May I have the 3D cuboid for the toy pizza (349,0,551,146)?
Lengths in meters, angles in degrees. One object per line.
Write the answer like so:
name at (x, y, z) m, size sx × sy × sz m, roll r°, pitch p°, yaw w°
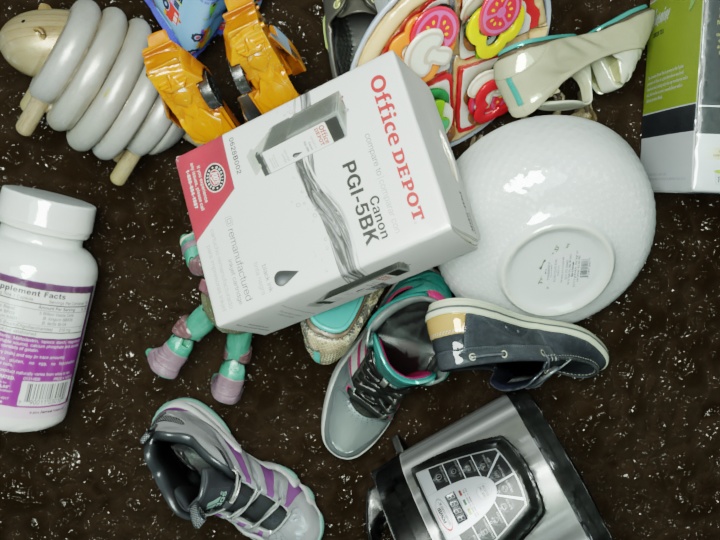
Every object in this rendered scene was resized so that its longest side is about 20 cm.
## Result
toy pizza at (0.080, -0.170, 0.705) m, size 0.199 × 0.200 × 0.032 m, roll -35°, pitch 57°, yaw 3°

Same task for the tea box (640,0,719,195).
tea box at (0.362, -0.163, 0.723) m, size 0.197 × 0.134 × 0.200 m, roll 3°, pitch 96°, yaw 0°

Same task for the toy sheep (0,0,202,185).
toy sheep at (-0.215, -0.157, 0.731) m, size 0.199 × 0.138 × 0.139 m, roll 27°, pitch 96°, yaw -32°

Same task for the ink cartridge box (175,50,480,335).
ink cartridge box at (-0.027, -0.054, 0.647) m, size 0.198 × 0.083 × 0.149 m, roll -23°, pitch 74°, yaw 18°

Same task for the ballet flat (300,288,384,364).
ballet flat at (0.000, 0.000, 0.758) m, size 0.067 × 0.076 × 0.201 m, roll 24°, pitch 57°, yaw 8°

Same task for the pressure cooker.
pressure cooker at (0.104, 0.226, 0.740) m, size 0.198 × 0.176 × 0.180 m, roll -29°, pitch 102°, yaw 4°

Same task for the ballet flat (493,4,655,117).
ballet flat at (0.193, -0.176, 0.722) m, size 0.198 × 0.069 × 0.070 m, roll -24°, pitch 96°, yaw -31°

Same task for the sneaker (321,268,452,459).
sneaker at (0.025, 0.094, 0.753) m, size 0.083 × 0.121 × 0.202 m, roll 27°, pitch 95°, yaw -3°

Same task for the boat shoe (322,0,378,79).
boat shoe at (0.001, -0.223, 0.754) m, size 0.071 × 0.061 × 0.204 m, roll -7°, pitch 95°, yaw 1°

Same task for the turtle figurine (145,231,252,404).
turtle figurine at (-0.111, 0.016, 0.762) m, size 0.149 × 0.101 × 0.202 m, roll 30°, pitch 103°, yaw 4°

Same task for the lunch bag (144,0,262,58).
lunch bag at (-0.164, -0.309, 0.701) m, size 0.200 × 0.151 × 0.094 m, roll 46°, pitch 55°, yaw 2°

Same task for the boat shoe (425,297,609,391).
boat shoe at (0.137, 0.074, 0.719) m, size 0.198 × 0.074 × 0.063 m, roll 15°, pitch 65°, yaw -34°

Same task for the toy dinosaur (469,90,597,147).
toy dinosaur at (0.148, -0.089, 0.756) m, size 0.101 × 0.058 × 0.201 m, roll 36°, pitch 92°, yaw -36°

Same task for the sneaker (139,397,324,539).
sneaker at (-0.120, 0.206, 0.754) m, size 0.199 × 0.140 × 0.078 m, roll 37°, pitch 94°, yaw -3°

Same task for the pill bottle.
pill bottle at (-0.300, 0.031, 0.753) m, size 0.111 × 0.112 × 0.203 m, roll 14°, pitch 95°, yaw -1°

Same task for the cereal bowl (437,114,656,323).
cereal bowl at (0.159, -0.024, 0.717) m, size 0.197 × 0.084 × 0.202 m, roll -1°, pitch 126°, yaw -1°

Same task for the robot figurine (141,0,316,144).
robot figurine at (-0.092, -0.134, 0.713) m, size 0.143 × 0.200 × 0.059 m, roll -22°, pitch 60°, yaw 6°

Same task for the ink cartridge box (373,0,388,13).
ink cartridge box at (0.094, -0.312, 0.703) m, size 0.197 × 0.083 × 0.147 m, roll -17°, pitch 81°, yaw -7°
